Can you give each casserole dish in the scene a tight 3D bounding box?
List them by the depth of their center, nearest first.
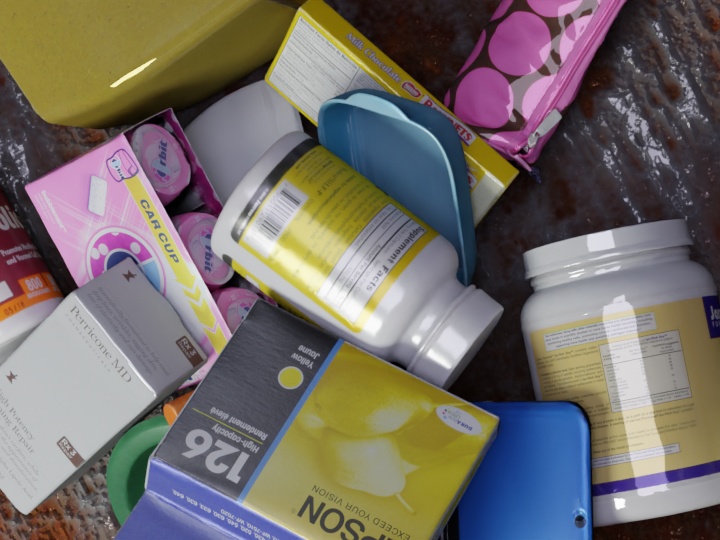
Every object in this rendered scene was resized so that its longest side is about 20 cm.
[{"bbox_3d":[0.033,-0.057,1.523,0.121,0.201,0.039,20,48,30],"label":"casserole dish"}]

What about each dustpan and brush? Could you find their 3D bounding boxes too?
[{"bbox_3d":[-0.132,-0.058,1.607,0.199,0.057,0.141,-15,73,3],"label":"dustpan and brush"}]

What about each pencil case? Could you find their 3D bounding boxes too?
[{"bbox_3d":[0.143,-0.173,1.536,0.090,0.094,0.201,26,95,-28],"label":"pencil case"}]

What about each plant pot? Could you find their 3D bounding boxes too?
[{"bbox_3d":[-0.175,-0.210,1.553,0.200,0.194,0.196,-38,81,13],"label":"plant pot"}]

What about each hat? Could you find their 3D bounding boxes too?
[{"bbox_3d":[-0.070,0.135,1.596,0.199,0.176,0.167,4,122,22],"label":"hat"}]

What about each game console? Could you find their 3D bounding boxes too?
[{"bbox_3d":[0.105,0.194,1.492,0.117,0.171,0.202,0,87,3],"label":"game console"}]

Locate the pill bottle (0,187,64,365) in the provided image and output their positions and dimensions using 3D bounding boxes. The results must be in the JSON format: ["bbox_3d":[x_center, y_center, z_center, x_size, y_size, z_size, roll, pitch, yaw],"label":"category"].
[{"bbox_3d":[-0.319,-0.022,1.603,0.114,0.114,0.201,-32,83,7],"label":"pill bottle"}]

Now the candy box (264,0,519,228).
[{"bbox_3d":[0.020,-0.109,1.539,0.200,0.102,0.026,42,56,4],"label":"candy box"}]

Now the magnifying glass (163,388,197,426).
[{"bbox_3d":[-0.056,0.069,1.504,0.199,0.022,0.080,-25,79,-32],"label":"magnifying glass"}]

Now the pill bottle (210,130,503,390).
[{"bbox_3d":[0.000,0.000,1.484,0.200,0.111,0.112,38,94,8],"label":"pill bottle"}]

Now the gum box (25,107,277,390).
[{"bbox_3d":[-0.151,-0.005,1.553,0.113,0.066,0.201,-23,99,37],"label":"gum box"}]

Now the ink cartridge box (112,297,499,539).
[{"bbox_3d":[-0.037,0.142,1.404,0.197,0.047,0.201,26,61,13],"label":"ink cartridge box"}]

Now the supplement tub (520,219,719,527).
[{"bbox_3d":[0.195,0.074,1.488,0.144,0.145,0.202,-12,86,10],"label":"supplement tub"}]

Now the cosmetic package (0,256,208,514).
[{"bbox_3d":[-0.213,0.089,1.550,0.102,0.074,0.200,50,131,4],"label":"cosmetic package"}]
